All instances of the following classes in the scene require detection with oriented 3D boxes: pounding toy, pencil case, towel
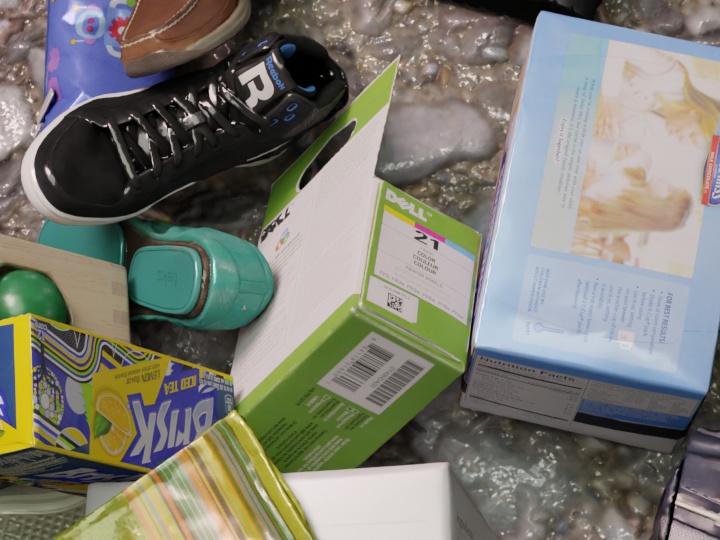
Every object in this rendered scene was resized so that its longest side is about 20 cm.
[{"bbox_3d":[-0.228,0.062,1.408,0.200,0.184,0.143,-20,66,39],"label":"pounding toy"},{"bbox_3d":[-0.157,-0.144,1.563,0.086,0.078,0.201,8,67,-23],"label":"pencil case"},{"bbox_3d":[-0.121,0.158,1.274,0.200,0.018,0.086,-35,64,2],"label":"towel"}]

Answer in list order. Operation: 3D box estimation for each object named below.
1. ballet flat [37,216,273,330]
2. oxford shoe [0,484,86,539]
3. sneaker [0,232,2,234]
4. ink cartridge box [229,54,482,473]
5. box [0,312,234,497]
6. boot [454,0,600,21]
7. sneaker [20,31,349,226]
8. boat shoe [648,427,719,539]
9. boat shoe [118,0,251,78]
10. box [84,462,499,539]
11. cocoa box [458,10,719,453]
[{"bbox_3d":[-0.115,0.002,1.498,0.200,0.070,0.068,13,93,54],"label":"ballet flat"},{"bbox_3d":[-0.168,0.142,1.482,0.199,0.075,0.058,-23,26,11],"label":"oxford shoe"},{"bbox_3d":[-0.313,-0.021,1.522,0.199,0.078,0.086,-3,47,-37],"label":"sneaker"},{"bbox_3d":[0.000,0.000,1.450,0.076,0.148,0.201,28,45,-19],"label":"ink cartridge box"},{"bbox_3d":[-0.139,0.076,1.331,0.064,0.200,0.070,-11,74,25],"label":"box"},{"bbox_3d":[0.083,-0.244,1.550,0.197,0.073,0.163,18,78,9],"label":"boot"},{"bbox_3d":[-0.093,-0.091,1.465,0.200,0.112,0.073,-23,84,-41],"label":"sneaker"},{"bbox_3d":[0.253,0.143,1.377,0.199,0.075,0.093,12,94,15],"label":"boat shoe"},{"bbox_3d":[-0.102,-0.178,1.517,0.075,0.072,0.200,-17,24,24],"label":"boat shoe"},{"bbox_3d":[-0.027,0.211,1.349,0.198,0.200,0.172,-4,68,11],"label":"box"},{"bbox_3d":[0.137,-0.020,1.425,0.133,0.131,0.201,11,73,2],"label":"cocoa box"}]
